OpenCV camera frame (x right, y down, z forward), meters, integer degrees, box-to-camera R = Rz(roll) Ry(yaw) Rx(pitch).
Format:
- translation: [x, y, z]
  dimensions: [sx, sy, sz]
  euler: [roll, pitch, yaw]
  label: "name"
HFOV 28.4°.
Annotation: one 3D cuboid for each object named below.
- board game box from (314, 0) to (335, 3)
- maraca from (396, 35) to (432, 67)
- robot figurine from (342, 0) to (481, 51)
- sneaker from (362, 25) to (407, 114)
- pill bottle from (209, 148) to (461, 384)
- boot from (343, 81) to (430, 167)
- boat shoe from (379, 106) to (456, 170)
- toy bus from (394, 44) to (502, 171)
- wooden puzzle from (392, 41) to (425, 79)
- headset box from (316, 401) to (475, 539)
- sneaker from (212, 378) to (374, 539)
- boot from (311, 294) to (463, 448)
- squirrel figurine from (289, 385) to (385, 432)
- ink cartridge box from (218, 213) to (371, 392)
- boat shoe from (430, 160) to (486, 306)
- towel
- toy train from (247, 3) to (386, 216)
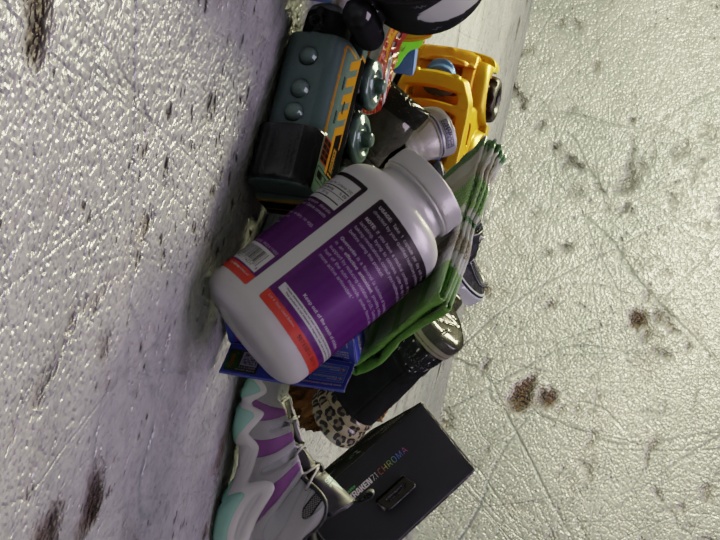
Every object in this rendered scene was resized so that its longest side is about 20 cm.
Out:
- translation: [-0.006, -0.331, 1.284]
  dimensions: [0.200, 0.036, 0.152]
  euler: [-53, 153, -67]
  label: "board game box"
- translation: [0.057, -0.290, 1.499]
  dimensions: [0.137, 0.107, 0.201]
  euler: [-18, 146, -44]
  label: "maraca"
- translation: [0.048, -0.269, 1.195]
  dimensions: [0.200, 0.124, 0.151]
  euler: [30, 56, -78]
  label: "robot figurine"
- translation: [0.010, -0.237, 1.362]
  dimensions: [0.073, 0.077, 0.201]
  euler: [74, 36, -51]
  label: "sneaker"
- translation: [-0.017, -0.008, 1.150]
  dimensions: [0.200, 0.113, 0.113]
  euler: [-38, 158, -12]
  label: "pill bottle"
- translation: [-0.008, -0.138, 1.438]
  dimensions: [0.131, 0.068, 0.200]
  euler: [-52, -160, 8]
  label: "boot"
- translation: [0.028, -0.137, 1.521]
  dimensions: [0.200, 0.069, 0.071]
  euler: [16, -55, 64]
  label: "boat shoe"
- translation: [0.086, -0.186, 1.719]
  dimensions: [0.192, 0.135, 0.201]
  euler: [26, 77, -76]
  label: "toy bus"
- translation: [0.056, -0.308, 1.642]
  dimensions: [0.200, 0.046, 0.186]
  euler: [-62, 162, -58]
  label: "wooden puzzle"
- translation: [0.006, 0.236, 1.475]
  dimensions: [0.174, 0.093, 0.200]
  euler: [-39, 178, -24]
  label: "headset box"
- translation: [-0.052, 0.181, 1.333]
  dimensions: [0.078, 0.139, 0.201]
  euler: [-36, 137, -75]
  label: "sneaker"
- translation: [0.021, 0.069, 1.338]
  dimensions: [0.154, 0.073, 0.204]
  euler: [-45, -166, 15]
  label: "boot"
- translation: [-0.002, 0.082, 1.507]
  dimensions: [0.187, 0.141, 0.201]
  euler: [-17, 121, -80]
  label: "squirrel figurine"
- translation: [-0.042, 0.012, 1.247]
  dimensions: [0.042, 0.118, 0.201]
  euler: [83, 21, -49]
  label: "ink cartridge box"
- translation: [0.103, -0.040, 1.529]
  dimensions: [0.200, 0.067, 0.072]
  euler: [57, 14, -38]
  label: "boat shoe"
- translation: [0.060, -0.011, 1.245]
  dimensions: [0.149, 0.031, 0.201]
  euler: [-43, -160, 47]
  label: "towel"
- translation: [-0.037, -0.131, 1.235]
  dimensions: [0.114, 0.085, 0.201]
  euler: [52, 50, -65]
  label: "toy train"
